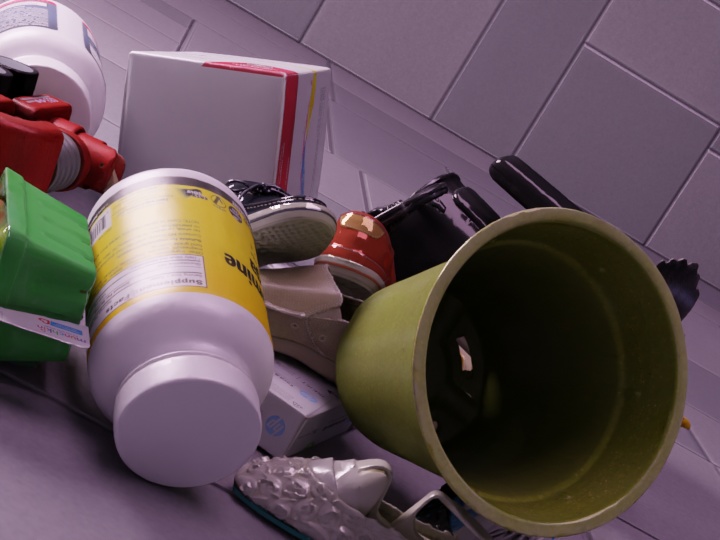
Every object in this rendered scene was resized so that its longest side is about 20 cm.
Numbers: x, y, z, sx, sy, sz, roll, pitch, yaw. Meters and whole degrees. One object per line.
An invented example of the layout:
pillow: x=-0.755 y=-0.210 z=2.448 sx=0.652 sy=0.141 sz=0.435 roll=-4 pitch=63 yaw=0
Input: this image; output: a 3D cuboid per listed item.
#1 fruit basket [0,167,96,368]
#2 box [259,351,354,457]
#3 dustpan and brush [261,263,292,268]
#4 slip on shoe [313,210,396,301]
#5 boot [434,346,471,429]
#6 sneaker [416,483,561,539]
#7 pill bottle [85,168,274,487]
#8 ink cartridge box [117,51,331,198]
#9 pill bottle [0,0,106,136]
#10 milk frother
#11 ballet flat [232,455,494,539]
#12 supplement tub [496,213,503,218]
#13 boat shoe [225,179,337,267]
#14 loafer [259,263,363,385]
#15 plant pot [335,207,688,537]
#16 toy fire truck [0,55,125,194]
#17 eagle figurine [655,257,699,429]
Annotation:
fruit basket: x=-0.264 y=-0.010 z=0.970 sx=0.200 sy=0.094 sz=0.185 roll=11 pitch=18 yaw=-18
box: x=-0.075 y=0.065 z=1.181 sx=0.156 sy=0.041 sz=0.200 roll=34 pitch=11 yaw=13
dustpan and brush: x=-0.074 y=0.005 z=1.369 sx=0.200 sy=0.057 sz=0.140 roll=19 pitch=18 yaw=-45
slip on shoe: x=0.000 y=0.000 z=1.279 sx=0.074 sy=0.061 sz=0.200 roll=18 pitch=-11 yaw=6
boot: x=0.080 y=0.092 z=1.268 sx=0.155 sy=0.073 sz=0.200 roll=38 pitch=-17 yaw=15
sneaker: x=0.111 y=0.174 z=1.150 sx=0.200 sy=0.075 sz=0.087 roll=-22 pitch=91 yaw=-58
pill bottle: x=-0.113 y=0.034 z=0.997 sx=0.112 sy=0.112 sz=0.200 roll=25 pitch=29 yaw=-27
ink cartridge box: x=-0.120 y=-0.121 z=1.465 sx=0.145 sy=0.145 sz=0.200 roll=8 pitch=10 yaw=10
pill bottle: x=-0.278 y=-0.156 z=1.373 sx=0.119 sy=0.120 sz=0.200 roll=27 pitch=13 yaw=-19
milk frother: x=0.092 y=0.012 z=1.391 sx=0.188 sy=0.181 sz=0.200 roll=45 pitch=45 yaw=15
ballet flat: x=0.020 y=0.156 z=1.002 sx=0.200 sy=0.072 sz=0.072 roll=30 pitch=12 yaw=-2
supplement tub: x=0.167 y=0.047 z=1.589 sx=0.200 sy=0.145 sz=0.145 roll=30 pitch=12 yaw=-8
boat shoe: x=-0.078 y=-0.037 z=1.195 sx=0.075 sy=0.062 sz=0.200 roll=13 pitch=-11 yaw=-24
loafer: x=-0.048 y=0.023 z=1.156 sx=0.200 sy=0.068 sz=0.076 roll=27 pitch=13 yaw=-19
plant pot: x=0.077 y=0.067 z=1.062 sx=0.200 sy=0.200 sz=0.190 roll=26 pitch=-15 yaw=-23
toy fire truck: x=-0.230 y=-0.063 z=1.177 sx=0.200 sy=0.129 sz=0.176 roll=23 pitch=11 yaw=8
eagle figurine: x=0.227 y=0.099 z=1.422 sx=0.152 sy=0.200 sz=0.151 roll=-11 pitch=-32 yaw=41
